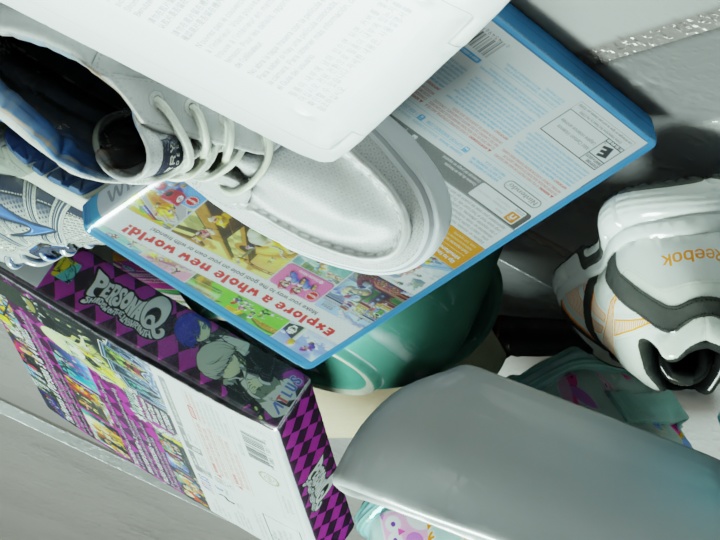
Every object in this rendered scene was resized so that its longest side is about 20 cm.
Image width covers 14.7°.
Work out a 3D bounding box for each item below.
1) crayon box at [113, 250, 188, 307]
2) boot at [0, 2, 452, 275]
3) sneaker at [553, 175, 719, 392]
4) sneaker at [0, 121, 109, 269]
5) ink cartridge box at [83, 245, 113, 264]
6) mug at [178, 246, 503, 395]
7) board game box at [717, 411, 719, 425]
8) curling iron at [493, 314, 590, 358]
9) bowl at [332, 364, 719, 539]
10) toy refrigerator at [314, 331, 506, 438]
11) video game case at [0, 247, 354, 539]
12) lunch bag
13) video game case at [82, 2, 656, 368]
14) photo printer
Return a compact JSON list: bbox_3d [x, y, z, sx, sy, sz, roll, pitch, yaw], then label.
[{"bbox_3d":[-0.137,-0.026,1.527,0.199,0.059,0.119,2,156,48],"label":"crayon box"},{"bbox_3d":[-0.064,-0.047,1.076,0.199,0.074,0.096,30,-152,4],"label":"boot"},{"bbox_3d":[0.129,0.022,1.241,0.073,0.080,0.200,-8,166,-1],"label":"sneaker"},{"bbox_3d":[-0.138,-0.041,1.262,0.199,0.077,0.085,18,139,25],"label":"sneaker"},{"bbox_3d":[-0.175,-0.024,1.412,0.094,0.044,0.200,26,160,5],"label":"ink cartridge box"},{"bbox_3d":[-0.001,-0.004,1.318,0.184,0.115,0.152,26,164,-15],"label":"mug"},{"bbox_3d":[0.231,0.035,1.123,0.150,0.047,0.200,-16,163,-3],"label":"board game box"},{"bbox_3d":[0.071,0.032,1.509,0.199,0.026,0.050,8,157,40],"label":"curling iron"},{"bbox_3d":[0.091,0.101,1.276,0.199,0.075,0.200,21,176,2],"label":"bowl"},{"bbox_3d":[-0.024,0.041,1.523,0.199,0.070,0.076,-5,127,42],"label":"toy refrigerator"},{"bbox_3d":[-0.094,0.061,1.371,0.181,0.036,0.200,28,161,18],"label":"video game case"},{"bbox_3d":[0.092,0.111,1.474,0.077,0.160,0.200,52,-168,16],"label":"lunch bag"},{"bbox_3d":[0.004,-0.040,1.164,0.200,0.018,0.143,-33,134,27],"label":"video game case"},{"bbox_3d":[-0.053,-0.132,0.979,0.199,0.070,0.166,26,145,-17],"label":"photo printer"}]
